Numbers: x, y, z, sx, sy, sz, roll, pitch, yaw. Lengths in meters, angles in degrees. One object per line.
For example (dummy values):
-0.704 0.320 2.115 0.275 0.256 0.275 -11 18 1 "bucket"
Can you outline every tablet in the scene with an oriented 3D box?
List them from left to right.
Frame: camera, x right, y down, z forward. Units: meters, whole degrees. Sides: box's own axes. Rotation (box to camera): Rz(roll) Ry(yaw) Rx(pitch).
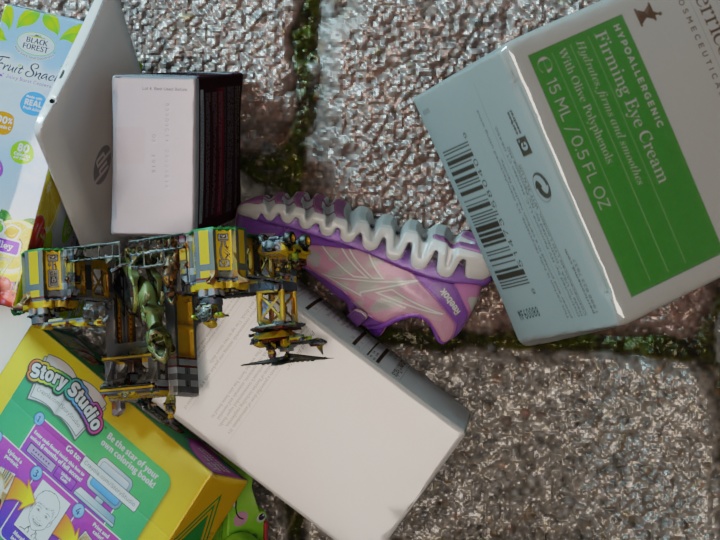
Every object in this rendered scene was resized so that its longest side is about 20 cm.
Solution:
-0.178 -0.092 1.541 0.014 0.201 0.131 13 61 15 "tablet"

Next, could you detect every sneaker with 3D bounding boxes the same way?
0.000 0.000 1.609 0.198 0.081 0.089 16 104 4 "sneaker"

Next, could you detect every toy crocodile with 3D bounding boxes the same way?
-0.092 0.226 1.615 0.061 0.067 0.202 -16 118 -32 "toy crocodile"

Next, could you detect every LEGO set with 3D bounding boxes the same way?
-0.127 0.042 1.468 0.198 0.154 0.117 -6 83 18 "LEGO set"

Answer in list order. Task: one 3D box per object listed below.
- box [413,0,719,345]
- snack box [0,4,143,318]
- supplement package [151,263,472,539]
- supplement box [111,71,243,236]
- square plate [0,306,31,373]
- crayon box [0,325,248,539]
0.172 -0.076 1.499 0.170 0.200 0.200 -25 92 -17 "box"
-0.225 -0.072 1.563 0.067 0.169 0.202 14 87 9 "snack box"
-0.033 0.098 1.596 0.199 0.120 0.122 37 96 2 "supplement package"
-0.126 -0.085 1.549 0.060 0.200 0.110 2 95 6 "supplement box"
-0.317 0.106 1.674 0.198 0.028 0.200 -7 94 7 "square plate"
-0.203 0.164 1.583 0.200 0.058 0.173 36 95 29 "crayon box"
